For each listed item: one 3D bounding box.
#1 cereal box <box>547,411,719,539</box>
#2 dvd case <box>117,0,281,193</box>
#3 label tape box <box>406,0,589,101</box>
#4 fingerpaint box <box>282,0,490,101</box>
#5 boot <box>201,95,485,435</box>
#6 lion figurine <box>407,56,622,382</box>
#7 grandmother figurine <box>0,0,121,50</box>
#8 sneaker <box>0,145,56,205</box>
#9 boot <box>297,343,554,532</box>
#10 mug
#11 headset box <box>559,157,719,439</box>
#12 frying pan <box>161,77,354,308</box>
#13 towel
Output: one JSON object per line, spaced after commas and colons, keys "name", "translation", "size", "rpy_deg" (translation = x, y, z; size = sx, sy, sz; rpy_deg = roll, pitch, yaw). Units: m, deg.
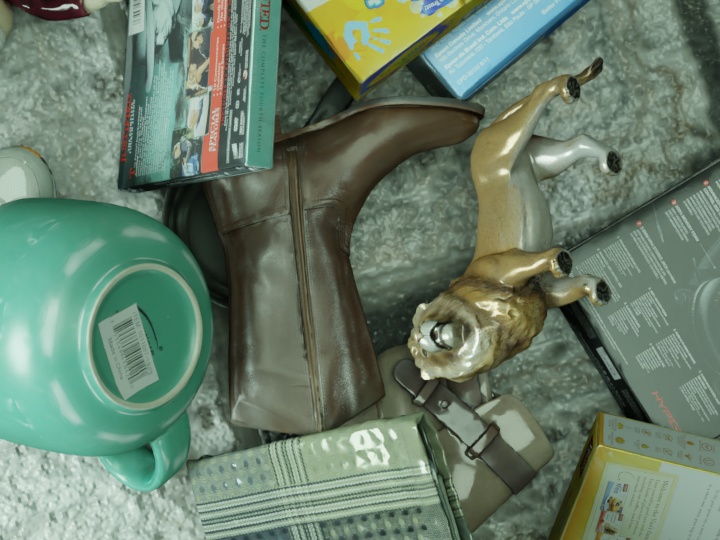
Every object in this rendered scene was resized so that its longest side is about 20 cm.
{"name": "cereal box", "translation": [0.221, 0.170, 1.690], "size": [0.200, 0.040, 0.144], "rpy_deg": [14, 127, -5]}
{"name": "dvd case", "translation": [-0.098, -0.125, 1.650], "size": [0.022, 0.200, 0.146], "rpy_deg": [5, 84, -27]}
{"name": "label tape box", "translation": [0.050, -0.221, 1.735], "size": [0.143, 0.066, 0.200], "rpy_deg": [-40, 87, -7]}
{"name": "fingerpaint box", "translation": [0.027, -0.229, 1.665], "size": [0.200, 0.073, 0.167], "rpy_deg": [-38, 87, -6]}
{"name": "boot", "translation": [0.000, 0.000, 1.684], "size": [0.186, 0.064, 0.200], "rpy_deg": [-9, 79, -3]}
{"name": "lion figurine", "translation": [0.093, -0.030, 1.673], "size": [0.072, 0.122, 0.200], "rpy_deg": [29, 63, -37]}
{"name": "grandmother figurine", "translation": [-0.189, -0.201, 1.718], "size": [0.200, 0.061, 0.121], "rpy_deg": [-43, 55, -3]}
{"name": "sneaker", "translation": [-0.248, 0.012, 1.678], "size": [0.076, 0.092, 0.200], "rpy_deg": [29, 83, -1]}
{"name": "boot", "translation": [0.053, 0.143, 1.705], "size": [0.146, 0.070, 0.200], "rpy_deg": [-27, 89, -8]}
{"name": "mug", "translation": [-0.152, 0.040, 1.647], "size": [0.185, 0.114, 0.152], "rpy_deg": [27, 76, -41]}
{"name": "headset box", "translation": [0.236, 0.008, 1.725], "size": [0.200, 0.077, 0.149], "rpy_deg": [-32, 89, -7]}
{"name": "frying pan", "translation": [-0.062, -0.063, 1.728], "size": [0.115, 0.031, 0.190], "rpy_deg": [13, 74, -10]}
{"name": "towel", "translation": [-0.004, 0.187, 1.650], "size": [0.035, 0.200, 0.193], "rpy_deg": [-21, 96, -50]}
